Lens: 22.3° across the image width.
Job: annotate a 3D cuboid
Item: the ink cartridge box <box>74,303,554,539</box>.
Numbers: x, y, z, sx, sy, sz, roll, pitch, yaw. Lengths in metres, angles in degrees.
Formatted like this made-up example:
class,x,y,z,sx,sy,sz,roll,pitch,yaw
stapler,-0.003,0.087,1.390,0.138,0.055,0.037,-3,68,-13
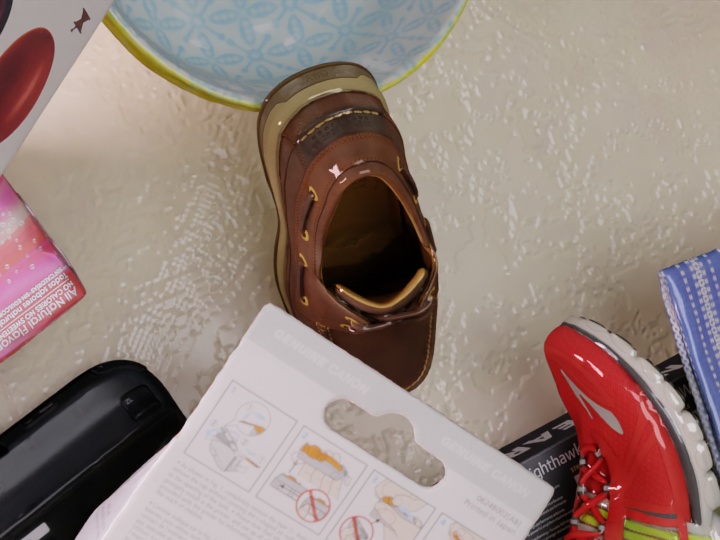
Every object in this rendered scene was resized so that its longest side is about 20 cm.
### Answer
class,x,y,z,sx,sy,sz,roll,pitch,yaw
ink cartridge box,-0.036,0.131,0.803,0.160,0.047,0.201,33,96,-16

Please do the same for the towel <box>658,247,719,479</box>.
class,x,y,z,sx,sy,sz,roll,pitch,yaw
towel,0.242,0.044,0.895,0.199,0.024,0.146,-16,86,-33

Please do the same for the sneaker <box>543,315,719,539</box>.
class,x,y,z,sx,sy,sz,roll,pitch,yaw
sneaker,0.125,0.121,0.862,0.084,0.077,0.201,-23,94,-15

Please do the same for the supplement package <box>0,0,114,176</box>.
class,x,y,z,sx,sy,sz,roll,pitch,yaw
supplement package,-0.211,-0.118,0.658,0.201,0.146,0.191,-61,150,-18

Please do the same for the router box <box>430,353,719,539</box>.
class,x,y,z,sx,sy,sz,roll,pitch,yaw
router box,0.143,0.145,0.933,0.199,0.052,0.158,-25,96,-20

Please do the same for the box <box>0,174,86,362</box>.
class,x,y,z,sx,sy,sz,roll,pitch,yaw
box,-0.227,0.033,0.771,0.200,0.100,0.096,-39,101,-19

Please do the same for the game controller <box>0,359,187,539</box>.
class,x,y,z,sx,sy,sz,roll,pitch,yaw
game controller,-0.153,0.132,0.833,0.200,0.042,0.105,-38,114,-18

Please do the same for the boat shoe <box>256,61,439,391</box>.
class,x,y,z,sx,sy,sz,roll,pitch,yaw
boat shoe,0.000,0.000,0.826,0.072,0.068,0.201,-21,139,-7

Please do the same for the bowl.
class,x,y,z,sx,sy,sz,roll,pitch,yaw
bowl,-0.052,-0.165,0.843,0.199,0.108,0.202,1,86,-21

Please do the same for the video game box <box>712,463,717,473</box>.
class,x,y,z,sx,sy,sz,roll,pitch,yaw
video game box,0.294,0.101,0.954,0.200,0.047,0.183,47,57,-15
